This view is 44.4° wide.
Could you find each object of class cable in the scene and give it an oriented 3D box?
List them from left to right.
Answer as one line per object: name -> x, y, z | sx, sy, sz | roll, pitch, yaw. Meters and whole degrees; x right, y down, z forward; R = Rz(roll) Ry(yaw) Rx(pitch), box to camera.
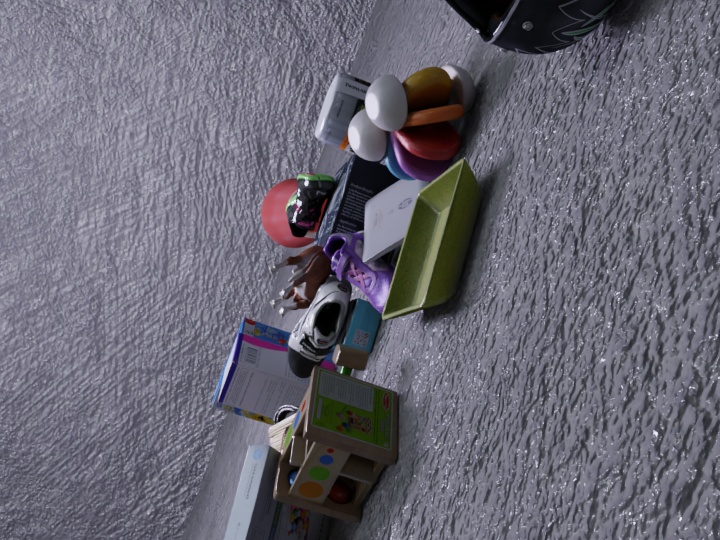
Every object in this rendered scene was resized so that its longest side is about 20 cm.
cable -> -0.076, 0.237, 1.408 | 0.199, 0.050, 0.098 | 14, 90, 45

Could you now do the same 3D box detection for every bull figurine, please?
bull figurine -> -0.095, 0.030, 1.553 | 0.065, 0.121, 0.200 | 54, 158, 30

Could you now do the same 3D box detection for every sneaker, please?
sneaker -> -0.094, -0.123, 1.673 | 0.200, 0.076, 0.084 | 121, 149, -64
sneaker -> -0.075, 0.110, 1.499 | 0.089, 0.074, 0.201 | -89, 20, -66
sneaker -> 0.000, 0.000, 1.428 | 0.081, 0.088, 0.200 | -62, 38, 22

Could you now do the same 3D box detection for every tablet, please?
tablet -> 0.059, -0.094, 1.437 | 0.130, 0.014, 0.200 | -30, 28, 19

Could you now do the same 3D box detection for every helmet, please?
helmet -> 0.181, -0.321, 0.903 | 0.200, 0.191, 0.200 | -40, -11, -9

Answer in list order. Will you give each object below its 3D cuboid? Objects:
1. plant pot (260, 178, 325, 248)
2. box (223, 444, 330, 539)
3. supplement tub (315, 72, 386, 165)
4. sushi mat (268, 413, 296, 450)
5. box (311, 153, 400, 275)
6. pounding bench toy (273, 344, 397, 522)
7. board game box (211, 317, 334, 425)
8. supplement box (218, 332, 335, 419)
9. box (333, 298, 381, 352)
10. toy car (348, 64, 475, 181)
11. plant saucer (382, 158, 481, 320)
plant pot -> -0.156, -0.160, 2.401 | 0.177, 0.200, 0.201 | 4, 75, 70
box -> -0.112, 0.360, 1.270 | 0.200, 0.041, 0.157 | 50, -134, -48
supplement tub -> 0.032, -0.249, 1.509 | 0.123, 0.199, 0.123 | -162, 90, -80
sushi mat -> -0.089, 0.267, 1.385 | 0.200, 0.012, 0.096 | -35, 55, 46
box -> -0.003, -0.092, 1.637 | 0.200, 0.123, 0.198 | 152, 138, -75
pounding bench toy -> -0.034, 0.221, 1.230 | 0.200, 0.124, 0.156 | -86, 18, -54
board game box -> -0.175, 0.215, 1.772 | 0.056, 0.195, 0.201 | -89, 21, -59
supplement box -> -0.156, 0.212, 1.670 | 0.101, 0.199, 0.104 | -89, 20, -61
box -> -0.016, 0.100, 1.552 | 0.200, 0.049, 0.083 | 159, 130, -77
toy car -> 0.091, -0.213, 1.351 | 0.151, 0.174, 0.200 | 67, 154, 15
plant saucer -> 0.101, -0.029, 1.186 | 0.200, 0.048, 0.201 | 149, 139, -74
